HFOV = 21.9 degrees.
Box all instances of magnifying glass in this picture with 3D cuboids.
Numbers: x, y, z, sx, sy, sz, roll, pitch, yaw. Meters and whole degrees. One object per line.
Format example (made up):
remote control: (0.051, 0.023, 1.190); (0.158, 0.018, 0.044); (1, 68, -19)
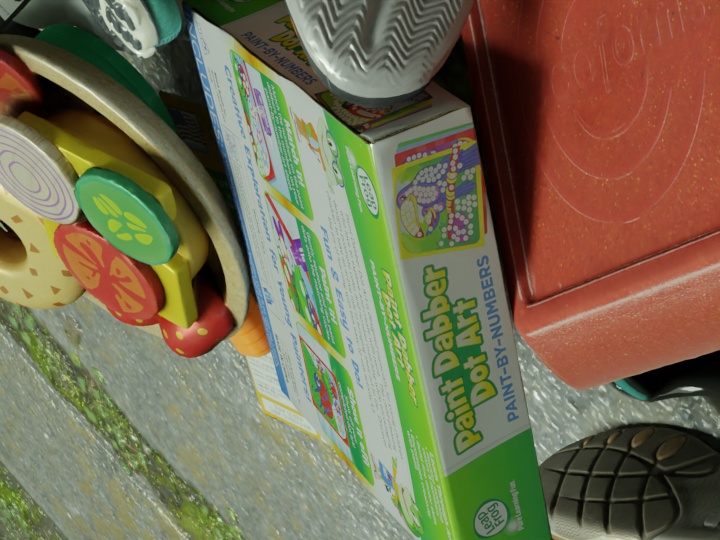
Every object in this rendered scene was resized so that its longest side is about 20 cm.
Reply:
magnifying glass: (-0.097, -0.034, 0.891); (0.079, 0.022, 0.200); (7, 140, 45)

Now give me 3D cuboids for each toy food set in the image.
toy food set: (-0.137, -0.033, 0.871); (0.199, 0.049, 0.199); (28, 150, 22)

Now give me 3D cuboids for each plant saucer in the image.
plant saucer: (0.091, -0.072, 0.619); (0.199, 0.036, 0.202); (-26, 70, 61)

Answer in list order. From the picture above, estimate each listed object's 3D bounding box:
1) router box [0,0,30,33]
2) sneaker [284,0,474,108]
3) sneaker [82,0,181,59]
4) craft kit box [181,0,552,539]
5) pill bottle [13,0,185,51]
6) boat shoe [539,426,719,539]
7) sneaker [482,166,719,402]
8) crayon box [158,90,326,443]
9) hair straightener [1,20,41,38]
router box: (-0.173, -0.193, 0.731); (0.200, 0.157, 0.052); (38, 173, 29)
sneaker: (-0.001, -0.133, 0.693); (0.112, 0.077, 0.201); (108, 162, -63)
sneaker: (-0.105, -0.186, 0.783); (0.078, 0.079, 0.201); (99, 156, -70)
craft kit box: (0.000, 0.000, 0.747); (0.198, 0.048, 0.201); (-133, 26, -58)
pill bottle: (-0.163, -0.185, 0.892); (0.200, 0.112, 0.112); (35, 145, 29)
boat shoe: (0.145, 0.120, 0.783); (0.199, 0.076, 0.072); (12, 132, 54)
sneaker: (0.101, 0.001, 0.715); (0.199, 0.080, 0.072); (20, 136, 47)
crayon box: (-0.019, -0.002, 0.926); (0.125, 0.051, 0.201); (21, 137, 45)
hair straightener: (-0.125, -0.065, 0.957); (0.077, 0.041, 0.200); (41, 178, 46)
